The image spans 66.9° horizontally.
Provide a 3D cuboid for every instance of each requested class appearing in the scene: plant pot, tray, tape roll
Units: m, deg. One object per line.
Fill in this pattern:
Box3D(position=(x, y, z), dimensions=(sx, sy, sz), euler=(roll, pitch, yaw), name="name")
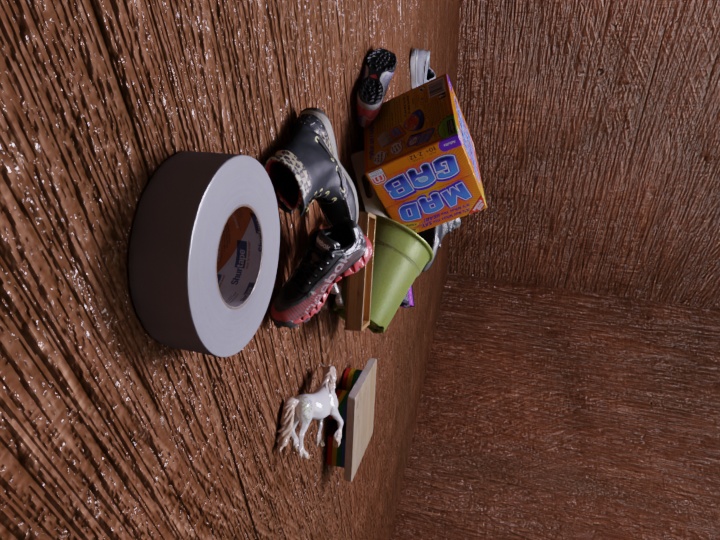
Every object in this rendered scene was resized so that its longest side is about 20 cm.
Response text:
Box3D(position=(0.031, 0.018, 1.135), dimensions=(0.201, 0.194, 0.195), euler=(63, 48, -66), name="plant pot")
Box3D(position=(0.000, 0.000, 0.997), dimensions=(0.099, 0.036, 0.208), euler=(-12, 105, -80), name="tray")
Box3D(position=(-0.152, -0.018, 0.569), dimensions=(0.200, 0.064, 0.209), euler=(7, 90, -77), name="tape roll")

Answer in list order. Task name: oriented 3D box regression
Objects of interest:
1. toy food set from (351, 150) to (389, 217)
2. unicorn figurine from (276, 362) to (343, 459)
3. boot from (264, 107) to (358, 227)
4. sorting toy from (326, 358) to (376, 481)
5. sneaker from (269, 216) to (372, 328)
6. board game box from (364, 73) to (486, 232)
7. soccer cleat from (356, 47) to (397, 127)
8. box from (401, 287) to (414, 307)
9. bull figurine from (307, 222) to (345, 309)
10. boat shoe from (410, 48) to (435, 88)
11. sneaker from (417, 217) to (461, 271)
Box3D(position=(0.036, -0.182, 1.220), dimensions=(0.199, 0.059, 0.149), euler=(-20, 93, -70), name="toy food set")
Box3D(position=(-0.077, 0.247, 0.972), dimensions=(0.199, 0.071, 0.143), euler=(8, 79, -71), name="unicorn figurine")
Box3D(position=(-0.071, -0.115, 0.814), dimensions=(0.156, 0.071, 0.208), euler=(-64, 143, -49), name="boot")
Box3D(position=(-0.021, 0.334, 1.261), dimensions=(0.199, 0.067, 0.208), euler=(-45, 140, -68), name="sorting toy")
Box3D(position=(-0.065, -0.003, 0.811), dimensions=(0.200, 0.070, 0.099), euler=(-44, 148, -17), name="sneaker")
Box3D(position=(0.133, -0.236, 1.148), dimensions=(0.201, 0.194, 0.205), euler=(53, 28, -43), name="board game box")
Box3D(position=(0.030, -0.391, 1.151), dimensions=(0.074, 0.066, 0.205), euler=(110, -4, -55), name="soccer cleat")
Box3D(position=(0.068, 0.004, 1.328), dimensions=(0.198, 0.035, 0.148), euler=(22, 59, -56), name="box")
Box3D(position=(-0.053, -0.005, 0.963), dimensions=(0.200, 0.063, 0.126), euler=(56, 32, -66), name="bull figurine")
Box3D(position=(0.196, -0.595, 1.680), dimensions=(0.202, 0.069, 0.072), euler=(66, 34, -64), name="boat shoe")
Box3D(position=(0.180, -0.087, 1.260), dimensions=(0.112, 0.075, 0.207), euler=(24, 70, -40), name="sneaker")
